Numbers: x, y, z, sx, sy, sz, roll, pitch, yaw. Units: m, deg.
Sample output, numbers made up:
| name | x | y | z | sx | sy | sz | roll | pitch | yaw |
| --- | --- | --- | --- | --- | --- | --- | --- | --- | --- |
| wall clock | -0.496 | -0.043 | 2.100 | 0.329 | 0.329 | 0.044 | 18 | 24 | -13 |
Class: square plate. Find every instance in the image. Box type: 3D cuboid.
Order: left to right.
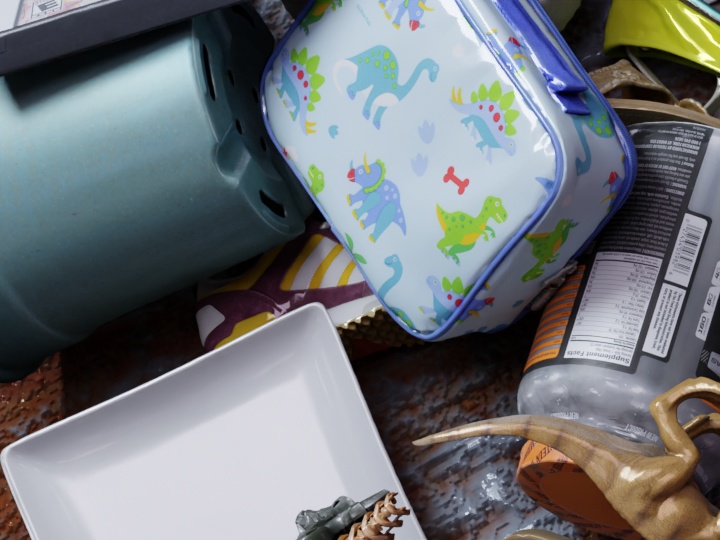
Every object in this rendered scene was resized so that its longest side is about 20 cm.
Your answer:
| name | x | y | z | sx | sy | sz | roll | pitch | yaw |
| --- | --- | --- | --- | --- | --- | --- | --- | --- | --- |
| square plate | -0.070 | 0.147 | 1.424 | 0.199 | 0.028 | 0.199 | -25 | 77 | 2 |

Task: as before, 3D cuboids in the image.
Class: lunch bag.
| name | x | y | z | sx | sy | sz | roll | pitch | yaw |
| --- | --- | --- | --- | --- | --- | --- | --- | --- | --- |
| lunch bag | 0.046 | -0.076 | 1.382 | 0.161 | 0.082 | 0.201 | -52 | 59 | 33 |

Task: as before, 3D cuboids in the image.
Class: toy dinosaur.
| name | x | y | z | sx | sy | sz | roll | pitch | yaw |
| --- | --- | --- | --- | --- | --- | --- | --- | --- | --- |
| toy dinosaur | -0.021 | 0.182 | 1.323 | 0.199 | 0.135 | 0.103 | -29 | 92 | 44 |
| toy dinosaur | 0.138 | 0.100 | 1.276 | 0.200 | 0.060 | 0.106 | 38 | 74 | 6 |

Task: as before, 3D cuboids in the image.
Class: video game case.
| name | x | y | z | sx | sy | sz | roll | pitch | yaw |
| --- | --- | --- | --- | --- | --- | --- | --- | --- | --- |
| video game case | -0.115 | -0.175 | 1.448 | 0.199 | 0.026 | 0.181 | -17 | 26 | 4 |

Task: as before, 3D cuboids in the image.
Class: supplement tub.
| name | x | y | z | sx | sy | sz | roll | pitch | yaw |
| --- | --- | --- | --- | --- | --- | --- | --- | --- | --- |
| supplement tub | 0.156 | 0.033 | 1.391 | 0.122 | 0.123 | 0.201 | 11 | 66 | 22 |

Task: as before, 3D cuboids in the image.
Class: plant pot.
| name | x | y | z | sx | sy | sz | roll | pitch | yaw |
| --- | --- | --- | --- | --- | --- | --- | --- | --- | --- |
| plant pot | -0.141 | -0.061 | 1.470 | 0.195 | 0.200 | 0.202 | -18 | 57 | 19 |

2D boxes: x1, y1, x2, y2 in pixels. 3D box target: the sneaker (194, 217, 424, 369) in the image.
| name | x | y | z | sx | sy | sz | roll | pitch | yaw |
| --- | --- | --- | --- | --- | --- | --- | --- | --- | --- |
| sneaker | 0.000 | 0.000 | 1.486 | 0.199 | 0.075 | 0.091 | -20 | 63 | 4 |

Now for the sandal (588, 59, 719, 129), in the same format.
| name | x | y | z | sx | sy | sz | roll | pitch | yaw |
| --- | --- | --- | --- | --- | --- | --- | --- | --- | --- |
| sandal | 0.134 | -0.093 | 1.495 | 0.210 | 0.078 | 0.070 | 4 | 53 | 15 |

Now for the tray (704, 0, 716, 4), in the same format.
| name | x | y | z | sx | sy | sz | roll | pitch | yaw |
| --- | --- | --- | --- | --- | --- | --- | --- | --- | --- |
| tray | 0.256 | -0.239 | 1.572 | 0.199 | 0.022 | 0.108 | -27 | 57 | 1 |

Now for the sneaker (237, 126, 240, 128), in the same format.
| name | x | y | z | sx | sy | sz | roll | pitch | yaw |
| --- | --- | --- | --- | --- | --- | --- | --- | --- | --- |
| sneaker | -0.110 | -0.146 | 1.600 | 0.082 | 0.078 | 0.201 | -15 | 58 | 10 |

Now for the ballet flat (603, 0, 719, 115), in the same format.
| name | x | y | z | sx | sy | sz | roll | pitch | yaw |
| --- | --- | --- | --- | --- | --- | --- | --- | --- | --- |
| ballet flat | 0.218 | -0.107 | 1.493 | 0.199 | 0.067 | 0.067 | 33 | 96 | 32 |

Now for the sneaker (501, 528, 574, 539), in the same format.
| name | x | y | z | sx | sy | sz | roll | pitch | yaw |
| --- | --- | --- | --- | --- | --- | --- | --- | --- | --- |
| sneaker | 0.156 | 0.195 | 1.315 | 0.200 | 0.090 | 0.067 | 34 | 106 | 19 |

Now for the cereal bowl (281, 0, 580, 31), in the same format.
| name | x | y | z | sx | sy | sz | roll | pitch | yaw |
| --- | --- | --- | --- | --- | --- | --- | --- | --- | --- |
| cereal bowl | 0.038 | -0.178 | 1.549 | 0.198 | 0.084 | 0.201 | 4 | 42 | -3 |
